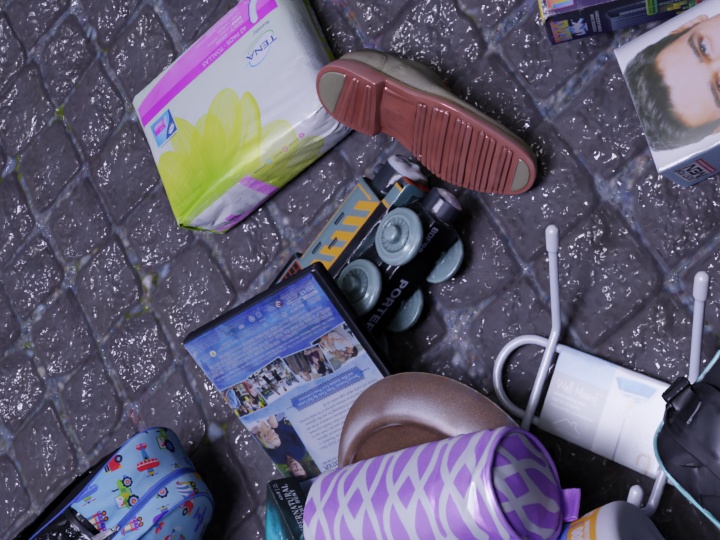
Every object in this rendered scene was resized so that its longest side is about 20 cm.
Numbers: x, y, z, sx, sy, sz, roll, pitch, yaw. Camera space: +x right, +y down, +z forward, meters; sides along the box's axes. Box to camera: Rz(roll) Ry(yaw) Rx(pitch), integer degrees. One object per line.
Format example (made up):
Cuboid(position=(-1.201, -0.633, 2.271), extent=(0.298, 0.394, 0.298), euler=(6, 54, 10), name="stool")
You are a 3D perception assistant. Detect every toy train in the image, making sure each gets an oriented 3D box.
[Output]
Cuboid(position=(0.000, 0.000, 0.937), extent=(0.201, 0.085, 0.114), euler=(-52, 50, 16), name="toy train")

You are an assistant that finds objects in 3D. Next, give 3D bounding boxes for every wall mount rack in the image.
Cuboid(position=(0.174, 0.072, 0.807), extent=(0.198, 0.074, 0.177), euler=(20, 96, 34), name="wall mount rack")

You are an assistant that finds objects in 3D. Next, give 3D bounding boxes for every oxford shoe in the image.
Cuboid(position=(0.063, -0.131, 0.917), extent=(0.198, 0.074, 0.071), euler=(31, 138, 15), name="oxford shoe")

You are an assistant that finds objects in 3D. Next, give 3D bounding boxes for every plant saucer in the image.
Cuboid(position=(0.056, 0.175, 0.849), extent=(0.198, 0.032, 0.204), euler=(16, 117, 33), name="plant saucer")

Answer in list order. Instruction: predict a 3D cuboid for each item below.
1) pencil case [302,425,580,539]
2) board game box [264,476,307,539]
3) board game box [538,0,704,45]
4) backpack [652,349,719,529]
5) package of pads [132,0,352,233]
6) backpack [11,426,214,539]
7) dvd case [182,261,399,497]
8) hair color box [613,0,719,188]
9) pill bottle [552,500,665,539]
Cuboid(position=(0.046, 0.164, 0.778), extent=(0.198, 0.085, 0.085), euler=(-22, 40, 45), name="pencil case")
Cuboid(position=(-0.034, 0.275, 0.867), extent=(0.200, 0.028, 0.138), euler=(-127, 36, -54), name="board game box")
Cuboid(position=(0.200, -0.284, 0.830), extent=(0.162, 0.057, 0.204), euler=(-10, 77, 16), name="board game box")
Cuboid(position=(0.298, 0.116, 0.665), extent=(0.177, 0.152, 0.201), euler=(-54, 39, 15), name="backpack")
Cuboid(position=(-0.106, -0.144, 1.033), extent=(0.199, 0.068, 0.156), euler=(-36, 64, 25), name="package of pads")
Cuboid(position=(-0.199, 0.244, 0.973), extent=(0.134, 0.184, 0.200), euler=(36, 68, 20), name="backpack")
Cuboid(position=(-0.032, 0.103, 0.904), extent=(0.141, 0.018, 0.201), euler=(-28, 107, 26), name="dvd case")
Cuboid(position=(0.285, -0.147, 0.774), extent=(0.198, 0.060, 0.101), euler=(-27, 69, 29), name="hair color box")
Cuboid(position=(0.115, 0.244, 0.757), extent=(0.198, 0.111, 0.114), euler=(-32, 67, 25), name="pill bottle")
